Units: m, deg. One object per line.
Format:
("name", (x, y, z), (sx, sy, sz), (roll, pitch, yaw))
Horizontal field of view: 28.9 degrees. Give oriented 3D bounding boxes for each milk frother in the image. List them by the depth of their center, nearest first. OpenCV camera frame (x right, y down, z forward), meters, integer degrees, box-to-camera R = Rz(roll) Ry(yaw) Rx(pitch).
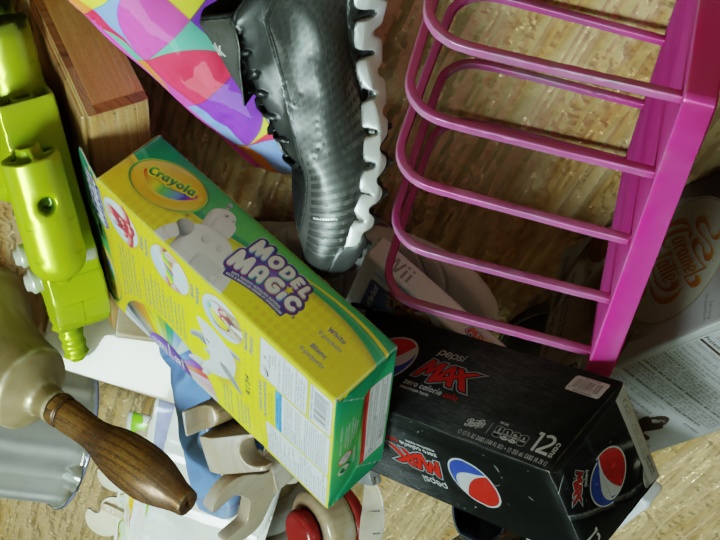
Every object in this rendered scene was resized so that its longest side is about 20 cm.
("milk frother", (-0.273, 0.047, 0.957), (0.187, 0.182, 0.200), (12, 136, -30))

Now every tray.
("tray", (-0.151, -0.062, 0.802), (0.037, 0.099, 0.201), (-19, 149, -19))

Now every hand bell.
("hand bell", (-0.174, 0.088, 0.830), (0.199, 0.104, 0.105), (31, 153, 28))

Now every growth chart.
("growth chart", (-0.120, 0.159, 1.009), (0.144, 0.018, 0.201), (25, 117, 5))

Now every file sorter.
("file sorter", (0.086, -0.074, 0.647), (0.124, 0.140, 0.201), (14, 145, 6))

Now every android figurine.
("android figurine", (-0.183, -0.048, 0.783), (0.041, 0.182, 0.202), (-16, 115, -16))

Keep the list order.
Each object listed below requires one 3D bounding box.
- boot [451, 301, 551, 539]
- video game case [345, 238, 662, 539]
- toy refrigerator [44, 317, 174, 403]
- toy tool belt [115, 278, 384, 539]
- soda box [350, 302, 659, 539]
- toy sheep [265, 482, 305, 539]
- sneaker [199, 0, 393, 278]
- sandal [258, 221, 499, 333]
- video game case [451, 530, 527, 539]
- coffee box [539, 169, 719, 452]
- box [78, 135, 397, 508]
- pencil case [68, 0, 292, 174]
("boot", (0.108, 0.106, 0.921), (0.074, 0.098, 0.201), (17, 145, 1))
("video game case", (0.067, 0.082, 0.802), (0.200, 0.018, 0.143), (42, 154, 9))
("toy refrigerator", (-0.103, 0.047, 0.935), (0.198, 0.076, 0.071), (17, 109, 1))
("toy tool belt", (-0.074, 0.095, 0.834), (0.124, 0.122, 0.202), (0, 106, 57))
("soda box", (0.052, 0.079, 0.727), (0.199, 0.063, 0.071), (16, 142, 47))
("toy sheep", (-0.093, 0.188, 1.098), (0.137, 0.139, 0.201), (14, 141, 5))
("sneaker", (-0.031, -0.095, 0.650), (0.090, 0.067, 0.202), (0, 109, -13))
("sandal", (-0.001, -0.006, 0.863), (0.201, 0.050, 0.083), (12, 133, 30))
("video game case", (0.098, 0.196, 0.993), (0.143, 0.199, 0.018), (-28, 86, 45))
("coffee box", (0.194, 0.014, 0.746), (0.079, 0.115, 0.199), (35, 141, -22))
("box", (-0.069, 0.019, 0.715), (0.200, 0.048, 0.118), (39, 151, 21))
("pencil case", (-0.088, -0.130, 0.694), (0.200, 0.089, 0.088), (37, 141, -26))
